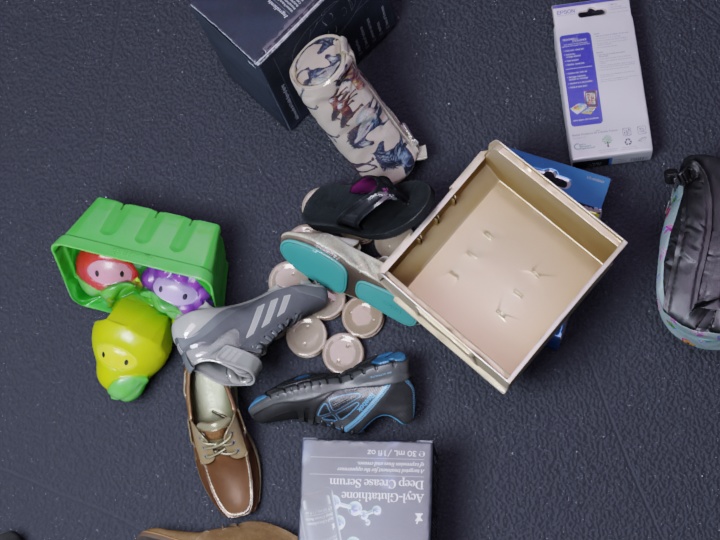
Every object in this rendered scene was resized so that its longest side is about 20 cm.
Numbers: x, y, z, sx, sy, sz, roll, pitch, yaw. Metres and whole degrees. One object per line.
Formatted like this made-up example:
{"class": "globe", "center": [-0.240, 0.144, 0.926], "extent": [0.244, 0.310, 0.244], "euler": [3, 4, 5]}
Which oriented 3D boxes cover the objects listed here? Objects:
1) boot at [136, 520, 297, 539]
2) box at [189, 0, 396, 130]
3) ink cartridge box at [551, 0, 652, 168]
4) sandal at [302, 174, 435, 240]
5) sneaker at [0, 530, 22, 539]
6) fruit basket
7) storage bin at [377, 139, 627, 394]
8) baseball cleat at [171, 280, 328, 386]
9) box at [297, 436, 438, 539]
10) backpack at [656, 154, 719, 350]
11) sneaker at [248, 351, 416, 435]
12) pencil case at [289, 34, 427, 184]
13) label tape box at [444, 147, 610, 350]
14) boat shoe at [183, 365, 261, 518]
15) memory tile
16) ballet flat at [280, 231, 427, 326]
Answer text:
{"class": "boot", "center": [-0.157, 0.319, 1.561], "extent": [0.198, 0.074, 0.076], "euler": [11, 48, 16]}
{"class": "box", "center": [-0.074, -0.305, 1.636], "extent": [0.124, 0.200, 0.197], "euler": [41, 83, 17]}
{"class": "ink cartridge box", "center": [0.289, -0.226, 1.654], "extent": [0.098, 0.039, 0.203], "euler": [-6, 76, 6]}
{"class": "sandal", "center": [-0.001, -0.076, 1.573], "extent": [0.199, 0.048, 0.076], "euler": [-1, 57, 44]}
{"class": "sneaker", "center": [-0.461, 0.382, 1.567], "extent": [0.199, 0.075, 0.080], "euler": [-36, 76, -3]}
{"class": "fruit basket", "center": [-0.262, 0.040, 1.606], "extent": [0.212, 0.156, 0.218], "euler": [-1, 58, 2]}
{"class": "storage bin", "center": [0.151, -0.006, 1.514], "extent": [0.198, 0.094, 0.200], "euler": [40, 81, 13]}
{"class": "baseball cleat", "center": [-0.115, 0.076, 1.562], "extent": [0.198, 0.070, 0.107], "euler": [-14, 65, -26]}
{"class": "box", "center": [0.009, 0.292, 1.515], "extent": [0.146, 0.107, 0.203], "euler": [0, 76, 7]}
{"class": "backpack", "center": [0.408, -0.012, 1.537], "extent": [0.165, 0.127, 0.202], "euler": [14, 78, 22]}
{"class": "sneaker", "center": [-0.032, 0.156, 1.574], "extent": [0.198, 0.073, 0.083], "euler": [-13, 98, 14]}
{"class": "pencil case", "center": [-0.004, -0.185, 1.599], "extent": [0.089, 0.200, 0.078], "euler": [-26, 44, 15]}
{"class": "label tape box", "center": [0.195, -0.027, 1.600], "extent": [0.142, 0.066, 0.202], "euler": [17, 75, 11]}
{"class": "boat shoe", "center": [-0.166, 0.184, 1.572], "extent": [0.075, 0.074, 0.202], "euler": [-16, 86, 3]}
{"class": "memory tile", "center": [-0.031, 0.012, 1.642], "extent": [0.152, 0.017, 0.202], "euler": [23, 78, 12]}
{"class": "ballet flat", "center": [0.000, 0.000, 1.611], "extent": [0.199, 0.068, 0.063], "euler": [29, 52, 10]}
